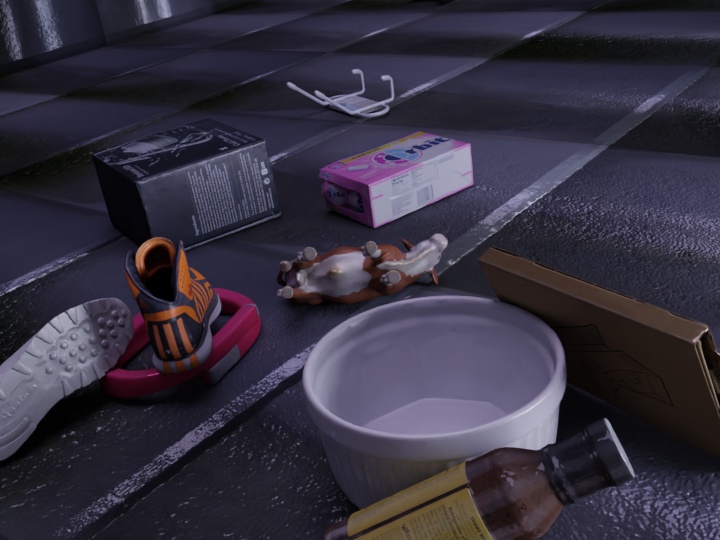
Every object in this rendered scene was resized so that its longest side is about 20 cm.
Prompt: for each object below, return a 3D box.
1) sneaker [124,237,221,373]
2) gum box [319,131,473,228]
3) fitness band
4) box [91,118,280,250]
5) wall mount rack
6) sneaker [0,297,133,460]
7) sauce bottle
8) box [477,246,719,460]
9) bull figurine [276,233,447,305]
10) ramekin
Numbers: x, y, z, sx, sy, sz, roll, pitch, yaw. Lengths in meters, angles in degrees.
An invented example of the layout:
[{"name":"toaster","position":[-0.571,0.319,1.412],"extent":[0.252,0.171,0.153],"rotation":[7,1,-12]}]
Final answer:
[{"name":"sneaker","position":[-0.189,0.010,0.861],"extent":[0.078,0.112,0.200],"rotation":[-15,25,-9]},{"name":"gum box","position":[0.050,-0.133,1.213],"extent":[0.200,0.066,0.113],"rotation":[-25,31,-30]},{"name":"fitness band","position":[-0.191,0.072,0.903],"extent":[0.144,0.037,0.200],"rotation":[3,27,23]},{"name":"box","position":[-0.255,-0.125,1.234],"extent":[0.197,0.124,0.200],"rotation":[-25,30,-26]},{"name":"wall mount rack","position":[-0.038,-0.348,1.674],"extent":[0.174,0.075,0.200],"rotation":[-22,28,-25]},{"name":"sneaker","position":[-0.310,0.095,0.821],"extent":[0.200,0.076,0.080],"rotation":[-42,22,-28]},{"name":"sauce bottle","position":[0.075,0.155,0.543],"extent":[0.200,0.065,0.065],"rotation":[-27,22,14]},{"name":"box","position":[0.196,0.065,0.664],"extent":[0.021,0.164,0.200],"rotation":[-47,39,-15]},{"name":"bull figurine","position":[0.000,0.000,0.939],"extent":[0.200,0.065,0.121],"rotation":[-13,-8,8]},{"name":"ramekin","position":[0.060,0.112,0.664],"extent":[0.200,0.105,0.200],"rotation":[-8,26,4]}]
